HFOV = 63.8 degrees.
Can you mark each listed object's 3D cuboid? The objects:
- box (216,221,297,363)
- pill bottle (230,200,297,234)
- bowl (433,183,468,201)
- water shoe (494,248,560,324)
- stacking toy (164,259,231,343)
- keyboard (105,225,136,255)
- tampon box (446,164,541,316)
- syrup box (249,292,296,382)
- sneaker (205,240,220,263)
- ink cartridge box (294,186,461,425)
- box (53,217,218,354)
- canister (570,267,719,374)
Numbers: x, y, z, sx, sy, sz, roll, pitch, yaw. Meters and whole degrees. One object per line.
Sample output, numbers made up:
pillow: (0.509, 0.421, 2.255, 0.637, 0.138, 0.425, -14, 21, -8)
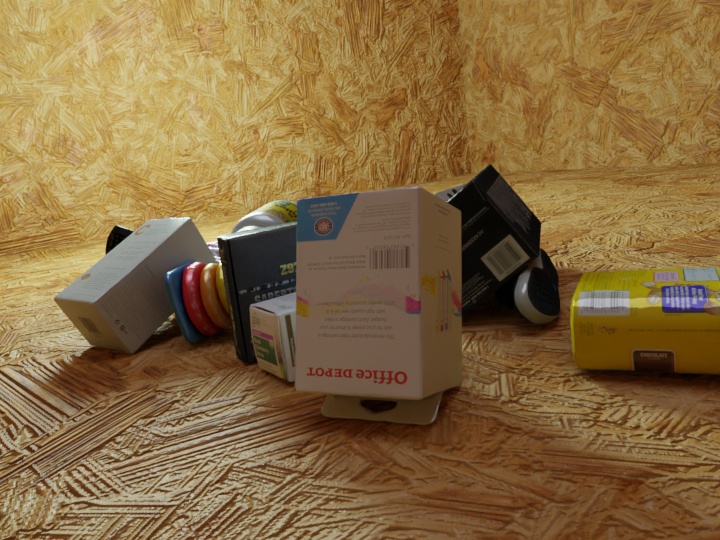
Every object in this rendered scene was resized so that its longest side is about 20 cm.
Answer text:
box: (-0.077, 0.016, 0.760, 0.197, 0.161, 0.051, -13, 13, -28)
pill bottle: (-0.152, -0.047, 0.960, 0.110, 0.115, 0.200, -5, 14, 10)
bowl: (0.179, -0.051, 0.995, 0.196, 0.096, 0.202, -8, -29, -4)
water shoe: (0.219, 0.032, 0.775, 0.078, 0.072, 0.200, -33, 1, 27)
stacking toy: (-0.166, 0.023, 0.830, 0.196, 0.112, 0.116, -16, 11, 9)
keyboard: (-0.355, -0.002, 1.031, 0.197, 0.128, 0.021, 21, 43, -11)
tampon box: (0.159, -0.045, 0.820, 0.150, 0.127, 0.200, -42, -1, 24)
syrup box: (-0.028, 0.061, 0.705, 0.197, 0.083, 0.078, -16, 13, -34)
sneaker: (-0.240, -0.014, 1.075, 0.196, 0.082, 0.089, 13, 42, 13)
ink cartridge box: (0.021, 0.037, 0.554, 0.126, 0.205, 0.125, -1, -4, 27)
box: (-0.337, 0.017, 0.888, 0.123, 0.098, 0.201, 2, 41, 39)
canister: (0.315, 0.046, 0.558, 0.197, 0.088, 0.148, -3, 12, 28)
